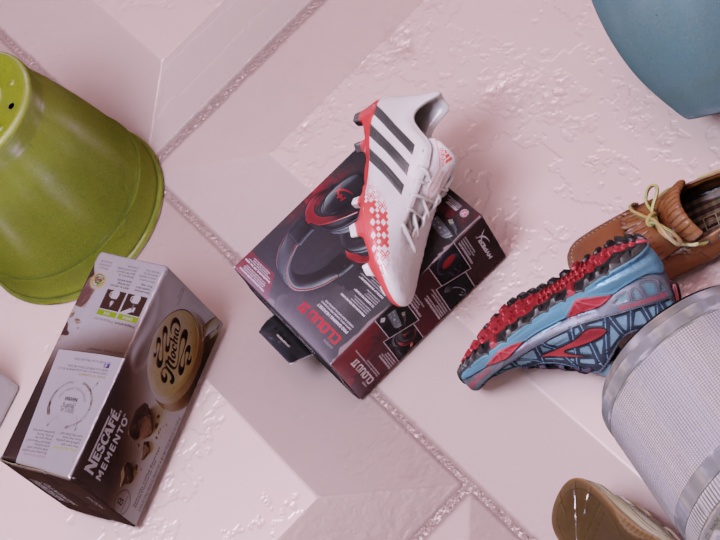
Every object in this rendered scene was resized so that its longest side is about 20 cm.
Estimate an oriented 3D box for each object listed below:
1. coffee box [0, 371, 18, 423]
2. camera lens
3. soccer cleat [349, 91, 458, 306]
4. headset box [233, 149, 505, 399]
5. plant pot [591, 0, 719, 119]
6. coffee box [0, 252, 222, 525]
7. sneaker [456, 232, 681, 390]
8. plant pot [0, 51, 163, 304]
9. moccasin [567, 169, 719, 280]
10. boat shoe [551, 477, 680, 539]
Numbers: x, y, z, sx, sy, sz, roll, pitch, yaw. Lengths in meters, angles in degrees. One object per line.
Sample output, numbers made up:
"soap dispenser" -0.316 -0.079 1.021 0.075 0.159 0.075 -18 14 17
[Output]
"coffee box" -0.437 0.097 1.576 0.199 0.113 0.080 13 68 31
"camera lens" 0.277 0.122 1.196 0.160 0.160 0.200 -34 53 3
"soccer cleat" 0.040 -0.064 1.383 0.085 0.069 0.201 -16 53 20
"headset box" 0.000 0.000 1.450 0.200 0.075 0.149 -44 54 -4
"plant pot" 0.295 -0.200 1.378 0.199 0.200 0.136 -13 94 18
"coffee box" -0.211 0.103 1.457 0.079 0.113 0.201 11 66 30
"sneaker" 0.165 0.058 1.335 0.200 0.096 0.079 -33 10 32
"plant pot" -0.317 -0.102 1.585 0.199 0.193 0.201 -11 57 18
"moccasin" 0.260 -0.039 1.349 0.200 0.078 0.074 -17 56 16
"boat shoe" 0.214 0.219 1.207 0.200 0.065 0.072 46 115 52
